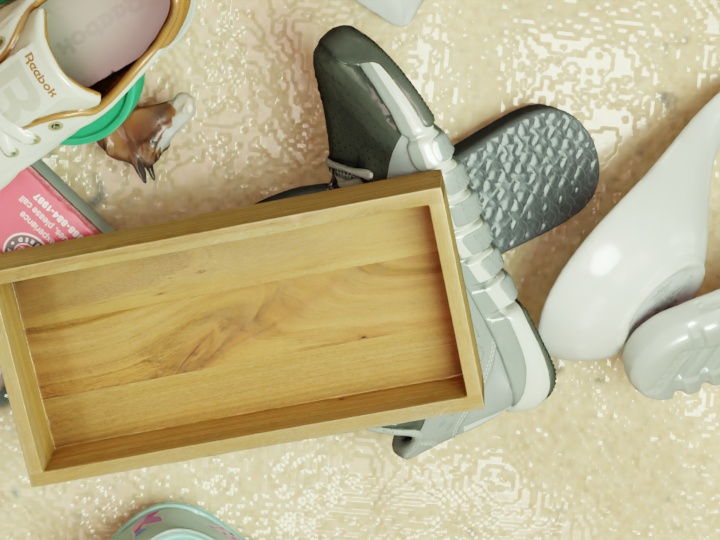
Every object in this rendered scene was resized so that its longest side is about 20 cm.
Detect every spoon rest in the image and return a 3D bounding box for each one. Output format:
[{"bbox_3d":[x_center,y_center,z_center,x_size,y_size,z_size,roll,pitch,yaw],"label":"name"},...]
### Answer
[{"bbox_3d":[0.157,-0.031,1.059,0.200,0.099,0.061,-39,63,-9],"label":"spoon rest"}]

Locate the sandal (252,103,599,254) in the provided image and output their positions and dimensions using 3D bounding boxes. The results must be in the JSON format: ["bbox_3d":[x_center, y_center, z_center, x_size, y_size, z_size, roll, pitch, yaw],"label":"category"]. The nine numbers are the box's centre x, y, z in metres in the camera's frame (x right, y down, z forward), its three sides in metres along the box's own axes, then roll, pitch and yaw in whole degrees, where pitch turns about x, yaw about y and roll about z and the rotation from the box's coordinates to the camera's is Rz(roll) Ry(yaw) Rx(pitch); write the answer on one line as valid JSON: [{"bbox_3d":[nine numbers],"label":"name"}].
[{"bbox_3d":[0.017,-0.018,1.069,0.200,0.043,0.076,-20,105,-12],"label":"sandal"}]

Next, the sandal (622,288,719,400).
[{"bbox_3d":[0.210,0.002,1.061,0.202,0.083,0.050,-16,59,-19],"label":"sandal"}]

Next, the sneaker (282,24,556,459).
[{"bbox_3d":[0.000,0.000,1.007,0.115,0.075,0.200,-30,108,-6],"label":"sneaker"}]

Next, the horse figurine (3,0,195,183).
[{"bbox_3d":[-0.137,-0.151,1.028,0.200,0.050,0.133,36,106,-13],"label":"horse figurine"}]

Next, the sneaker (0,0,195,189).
[{"bbox_3d":[-0.156,-0.073,0.943,0.200,0.085,0.073,-38,99,-1],"label":"sneaker"}]

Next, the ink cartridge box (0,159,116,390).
[{"bbox_3d":[-0.224,0.014,1.027,0.145,0.083,0.200,44,91,-8],"label":"ink cartridge box"}]

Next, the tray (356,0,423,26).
[{"bbox_3d":[0.038,-0.216,1.028,0.107,0.022,0.200,28,94,-38],"label":"tray"}]

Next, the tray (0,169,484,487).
[{"bbox_3d":[-0.054,0.025,0.972,0.199,0.037,0.099,-10,106,7],"label":"tray"}]

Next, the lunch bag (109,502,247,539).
[{"bbox_3d":[-0.091,0.214,1.065,0.160,0.077,0.200,38,92,-6],"label":"lunch bag"}]

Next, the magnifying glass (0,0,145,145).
[{"bbox_3d":[-0.185,-0.128,1.009,0.200,0.022,0.080,33,123,-6],"label":"magnifying glass"}]
